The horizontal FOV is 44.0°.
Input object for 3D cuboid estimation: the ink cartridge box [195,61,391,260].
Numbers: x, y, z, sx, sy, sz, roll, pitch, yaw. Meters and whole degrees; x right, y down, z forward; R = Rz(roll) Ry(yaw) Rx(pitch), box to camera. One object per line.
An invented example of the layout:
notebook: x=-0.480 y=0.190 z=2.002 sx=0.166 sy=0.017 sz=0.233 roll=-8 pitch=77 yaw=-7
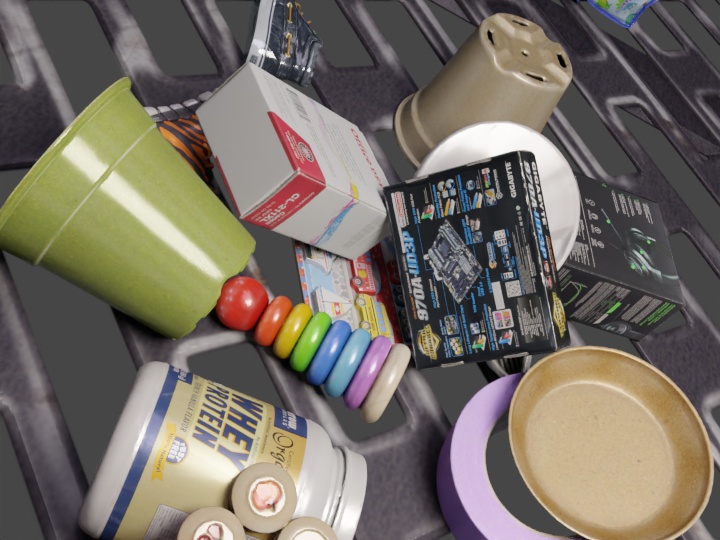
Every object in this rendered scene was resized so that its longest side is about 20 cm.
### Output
ink cartridge box: x=-0.058 y=-0.106 z=0.935 sx=0.200 sy=0.083 sz=0.146 roll=20 pitch=38 yaw=-55

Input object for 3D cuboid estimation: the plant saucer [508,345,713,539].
plant saucer: x=0.232 y=0.168 z=0.847 sx=0.199 sy=0.036 sz=0.201 roll=5 pitch=57 yaw=-7

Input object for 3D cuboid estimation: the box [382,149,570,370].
box: x=0.116 y=-0.007 z=0.908 sx=0.046 sy=0.158 sz=0.201 roll=-7 pitch=85 yaw=-58

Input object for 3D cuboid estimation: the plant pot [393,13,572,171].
plant pot: x=0.171 y=-0.221 z=1.159 sx=0.199 sy=0.184 sz=0.201 roll=15 pitch=49 yaw=-18

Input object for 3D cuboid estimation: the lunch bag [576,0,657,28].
lunch bag: x=0.442 y=-0.564 z=1.621 sx=0.199 sy=0.127 sz=0.171 roll=27 pitch=46 yaw=-21

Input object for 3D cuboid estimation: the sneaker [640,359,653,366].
sneaker: x=0.286 y=0.171 z=0.979 sx=0.074 sy=0.088 sz=0.200 roll=33 pitch=46 yaw=-2

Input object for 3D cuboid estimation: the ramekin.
ramekin: x=0.143 y=-0.069 z=1.028 sx=0.202 sy=0.203 sz=0.094 roll=24 pitch=5 yaw=-11

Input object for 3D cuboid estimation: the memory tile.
memory tile: x=-0.090 y=0.242 z=0.607 sx=0.200 sy=0.017 sz=0.154 roll=-36 pitch=87 yaw=-30

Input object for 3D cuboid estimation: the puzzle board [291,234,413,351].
puzzle board: x=0.000 y=0.000 z=1.005 sx=0.150 sy=0.017 sz=0.201 roll=6 pitch=52 yaw=-26

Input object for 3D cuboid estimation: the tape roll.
tape roll: x=0.178 y=0.204 z=0.875 sx=0.199 sy=0.066 sz=0.201 roll=4 pitch=57 yaw=-7

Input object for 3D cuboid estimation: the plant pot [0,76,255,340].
plant pot: x=-0.206 y=-0.038 z=0.825 sx=0.190 sy=0.200 sz=0.200 roll=41 pitch=45 yaw=-13

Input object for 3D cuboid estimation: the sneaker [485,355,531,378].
sneaker: x=0.148 y=0.026 z=0.960 sx=0.073 sy=0.071 sz=0.201 roll=-21 pitch=104 yaw=-3

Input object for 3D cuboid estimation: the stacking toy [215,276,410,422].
stacking toy: x=-0.054 y=0.070 z=0.887 sx=0.199 sy=0.086 sz=0.086 roll=28 pitch=46 yaw=3

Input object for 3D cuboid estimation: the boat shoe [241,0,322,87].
boat shoe: x=-0.097 y=-0.324 z=1.175 sx=0.090 sy=0.071 sz=0.201 roll=17 pitch=55 yaw=-18

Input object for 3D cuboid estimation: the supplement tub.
supplement tub: x=-0.109 y=0.172 z=0.720 sx=0.199 sy=0.145 sz=0.145 roll=23 pitch=47 yaw=-11

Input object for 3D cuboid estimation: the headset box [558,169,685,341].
headset box: x=0.301 y=-0.023 z=1.135 sx=0.199 sy=0.093 sz=0.175 roll=16 pitch=49 yaw=-19

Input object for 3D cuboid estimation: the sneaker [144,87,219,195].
sneaker: x=-0.168 y=-0.131 z=0.985 sx=0.199 sy=0.078 sz=0.112 roll=-22 pitch=72 yaw=-28
